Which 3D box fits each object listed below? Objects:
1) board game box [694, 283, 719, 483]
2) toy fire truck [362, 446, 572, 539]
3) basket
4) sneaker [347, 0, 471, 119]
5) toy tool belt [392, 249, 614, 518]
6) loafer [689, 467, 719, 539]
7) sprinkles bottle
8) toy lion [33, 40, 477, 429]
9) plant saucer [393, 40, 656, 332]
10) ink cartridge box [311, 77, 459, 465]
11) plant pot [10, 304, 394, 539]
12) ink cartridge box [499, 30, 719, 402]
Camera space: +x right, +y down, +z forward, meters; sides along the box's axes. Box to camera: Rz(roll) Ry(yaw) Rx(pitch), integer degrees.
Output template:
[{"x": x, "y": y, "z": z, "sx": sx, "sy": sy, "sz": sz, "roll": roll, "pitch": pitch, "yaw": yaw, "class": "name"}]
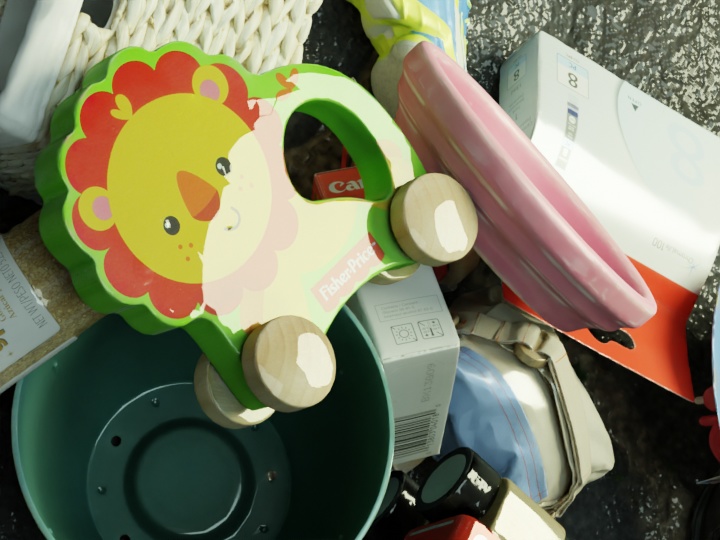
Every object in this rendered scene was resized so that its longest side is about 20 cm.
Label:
[{"x": 0.250, "y": 0.085, "z": 1.466, "sx": 0.200, "sy": 0.039, "sz": 0.159, "roll": 14, "pitch": 69, "yaw": -58, "class": "board game box"}, {"x": 0.003, "y": 0.206, "z": 1.265, "sx": 0.129, "sy": 0.176, "sz": 0.201, "roll": 42, "pitch": 54, "yaw": -18, "class": "toy fire truck"}, {"x": -0.136, "y": -0.134, "z": 1.228, "sx": 0.160, "sy": 0.200, "sz": 0.200, "roll": 24, "pitch": 78, "yaw": -27, "class": "basket"}, {"x": 0.048, "y": -0.161, "z": 1.397, "sx": 0.105, "sy": 0.076, "sz": 0.201, "roll": -30, "pitch": 102, "yaw": -26, "class": "sneaker"}, {"x": 0.061, "y": 0.071, "z": 1.373, "sx": 0.123, "sy": 0.125, "sz": 0.201, "roll": -39, "pitch": 106, "yaw": -32, "class": "toy tool belt"}, {"x": 0.254, "y": 0.195, "z": 1.499, "sx": 0.073, "sy": 0.072, "sz": 0.201, "roll": 34, "pitch": 72, "yaw": -22, "class": "loafer"}, {"x": -0.202, "y": 0.037, "z": 1.143, "sx": 0.199, "sy": 0.068, "sz": 0.068, "roll": -35, "pitch": 105, "yaw": -3, "class": "sprinkles bottle"}, {"x": -0.060, "y": -0.036, "z": 1.133, "sx": 0.200, "sy": 0.068, "sz": 0.192, "roll": -43, "pitch": 104, "yaw": -34, "class": "toy lion"}, {"x": 0.084, "y": -0.038, "z": 1.268, "sx": 0.051, "sy": 0.201, "sz": 0.201, "roll": -41, "pitch": 110, "yaw": 9, "class": "plant saucer"}, {"x": 0.000, "y": 0.000, "z": 1.301, "sx": 0.050, "sy": 0.109, "sz": 0.201, "roll": -11, "pitch": 55, "yaw": -14, "class": "ink cartridge box"}, {"x": -0.090, "y": 0.103, "z": 1.247, "sx": 0.199, "sy": 0.161, "sz": 0.202, "roll": 2, "pitch": 73, "yaw": -7, "class": "plant pot"}, {"x": 0.159, "y": -0.036, "z": 1.417, "sx": 0.159, "sy": 0.047, "sz": 0.201, "roll": 28, "pitch": 43, "yaw": -26, "class": "ink cartridge box"}]
